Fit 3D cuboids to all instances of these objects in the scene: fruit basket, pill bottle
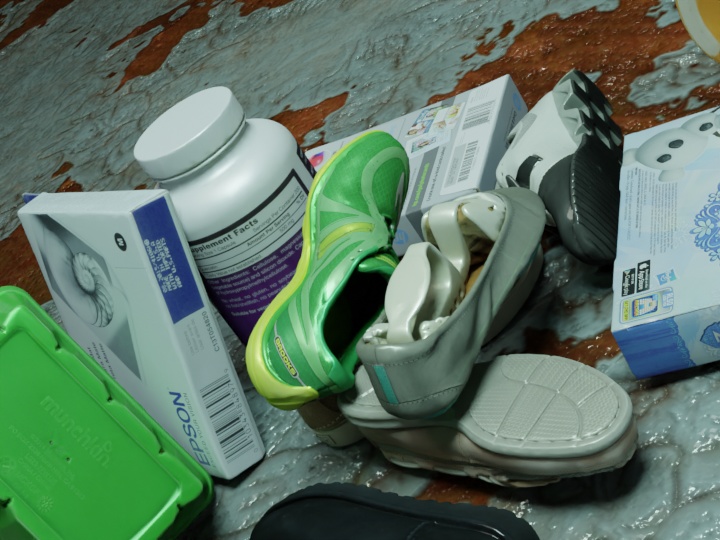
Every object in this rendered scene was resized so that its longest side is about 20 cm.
[{"bbox_3d":[-0.214,0.129,0.874,0.156,0.216,0.215,-46,30,-21],"label":"fruit basket"},{"bbox_3d":[-0.067,-0.024,0.926,0.112,0.200,0.113,-26,29,16],"label":"pill bottle"}]

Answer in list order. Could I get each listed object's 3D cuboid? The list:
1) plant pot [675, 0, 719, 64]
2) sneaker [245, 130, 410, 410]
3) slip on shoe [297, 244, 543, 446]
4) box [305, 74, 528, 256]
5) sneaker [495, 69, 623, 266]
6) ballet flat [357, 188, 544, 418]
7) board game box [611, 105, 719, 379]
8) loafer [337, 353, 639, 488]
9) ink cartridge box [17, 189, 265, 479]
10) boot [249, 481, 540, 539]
[{"bbox_3d":[0.277,-0.211,0.829,0.200,0.200,0.183,-11,31,38],"label":"plant pot"},{"bbox_3d":[0.000,0.000,0.834,0.083,0.074,0.200,-5,52,36],"label":"sneaker"},{"bbox_3d":[0.035,0.028,0.883,0.200,0.061,0.076,-39,28,-8],"label":"slip on shoe"},{"bbox_3d":[0.026,-0.067,1.063,0.200,0.041,0.156,-17,32,28],"label":"box"},{"bbox_3d":[0.133,-0.052,0.906,0.088,0.074,0.200,-36,23,25],"label":"sneaker"},{"bbox_3d":[0.055,-0.003,0.769,0.067,0.064,0.200,-10,35,34],"label":"ballet flat"},{"bbox_3d":[0.248,-0.039,0.773,0.199,0.043,0.200,-17,32,26],"label":"board game box"},{"bbox_3d":[0.075,0.088,0.758,0.200,0.063,0.072,4,42,45],"label":"loafer"},{"bbox_3d":[-0.169,0.041,0.940,0.041,0.200,0.200,-32,21,-35],"label":"ink cartridge box"},{"bbox_3d":[-0.020,0.172,0.653,0.198,0.073,0.162,-6,16,40],"label":"boot"}]
